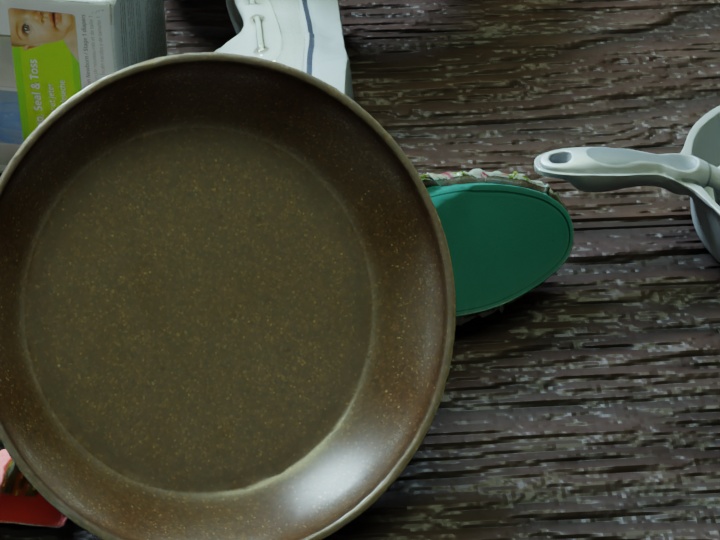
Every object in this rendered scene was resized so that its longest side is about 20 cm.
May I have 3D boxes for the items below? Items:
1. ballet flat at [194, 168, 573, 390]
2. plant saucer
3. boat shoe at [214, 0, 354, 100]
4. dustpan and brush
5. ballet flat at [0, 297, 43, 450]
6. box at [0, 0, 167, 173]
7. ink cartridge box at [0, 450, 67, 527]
[{"bbox_3d":[0.000,0.000,0.946,0.199,0.076,0.064,-19,16,-27],"label":"ballet flat"},{"bbox_3d":[-0.060,0.016,0.859,0.198,0.037,0.203,1,87,-18],"label":"plant saucer"},{"bbox_3d":[-0.039,-0.087,1.024,0.069,0.071,0.201,-8,38,0],"label":"boat shoe"},{"bbox_3d":[0.175,-0.037,0.994,0.198,0.058,0.140,-4,45,-7],"label":"dustpan and brush"},{"bbox_3d":[-0.134,0.009,0.904,0.071,0.072,0.200,24,41,20],"label":"ballet flat"},{"bbox_3d":[-0.200,-0.123,1.023,0.198,0.113,0.102,7,44,5],"label":"box"},{"bbox_3d":[-0.207,0.026,0.918,0.198,0.048,0.161,6,45,5],"label":"ink cartridge box"}]
